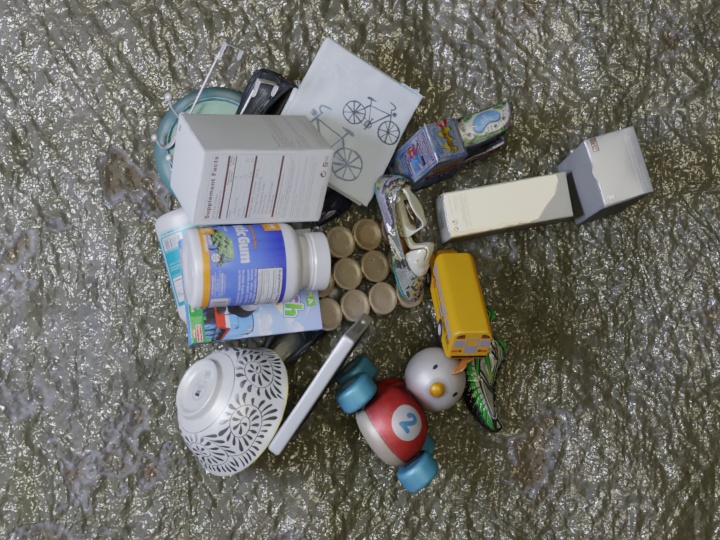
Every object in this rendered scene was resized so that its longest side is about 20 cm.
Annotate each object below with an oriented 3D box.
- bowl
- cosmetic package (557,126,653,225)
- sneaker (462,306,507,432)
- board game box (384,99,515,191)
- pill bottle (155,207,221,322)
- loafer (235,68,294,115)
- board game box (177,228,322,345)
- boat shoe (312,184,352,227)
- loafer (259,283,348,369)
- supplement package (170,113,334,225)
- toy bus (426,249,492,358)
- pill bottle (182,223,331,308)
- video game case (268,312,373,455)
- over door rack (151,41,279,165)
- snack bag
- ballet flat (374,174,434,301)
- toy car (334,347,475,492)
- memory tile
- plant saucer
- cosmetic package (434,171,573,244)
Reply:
[{"bbox_3d":[-0.207,0.188,1.598,0.094,0.199,0.203,33,82,-39],"label":"bowl"},{"bbox_3d":[0.372,-0.142,1.681,0.089,0.200,0.109,-16,87,-5],"label":"cosmetic package"},{"bbox_3d":[0.195,0.151,1.702,0.084,0.078,0.204,-10,85,-6],"label":"sneaker"},{"bbox_3d":[0.141,-0.188,1.667,0.197,0.200,0.063,-21,86,-6],"label":"board game box"},{"bbox_3d":[-0.237,0.006,1.665,0.109,0.111,0.204,-16,87,-6],"label":"pill bottle"},{"bbox_3d":[-0.165,-0.211,1.675,0.069,0.068,0.203,22,80,14],"label":"loafer"},{"bbox_3d":[-0.161,0.023,1.608,0.196,0.037,0.154,-6,84,-19],"label":"board game box"},{"bbox_3d":[-0.025,-0.153,1.724,0.199,0.075,0.093,-36,107,-9],"label":"boat shoe"},{"bbox_3d":[-0.089,0.089,1.689,0.068,0.070,0.201,43,83,0],"label":"loafer"},{"bbox_3d":[-0.155,-0.145,1.551,0.197,0.117,0.119,-3,124,-27],"label":"supplement package"},{"bbox_3d":[0.147,0.043,1.659,0.064,0.079,0.202,-1,46,-8],"label":"toy bus"},{"bbox_3d":[-0.146,-0.009,1.539,0.196,0.112,0.114,-4,85,-18],"label":"pill bottle"},{"bbox_3d":[-0.056,0.162,1.603,0.023,0.182,0.202,34,101,4],"label":"video game case"},{"bbox_3d":[-0.228,-0.238,1.626,0.066,0.148,0.201,29,104,-44],"label":"over door rack"},{"bbox_3d":[-0.025,-0.230,1.670,0.187,0.021,0.202,29,88,-13],"label":"snack bag"},{"bbox_3d":[0.075,-0.049,1.669,0.071,0.072,0.204,-16,102,-6],"label":"ballet flat"},{"bbox_3d":[0.092,0.183,1.625,0.199,0.177,0.185,-38,98,7],"label":"toy car"},{"bbox_3d":[0.000,0.000,1.700,0.197,0.017,0.156,-13,87,-24],"label":"memory tile"},{"bbox_3d":[-0.228,-0.192,1.726,0.196,0.027,0.204,0,85,-4],"label":"plant saucer"},{"bbox_3d":[0.222,-0.097,1.714,0.196,0.104,0.075,-9,87,-4],"label":"cosmetic package"}]
